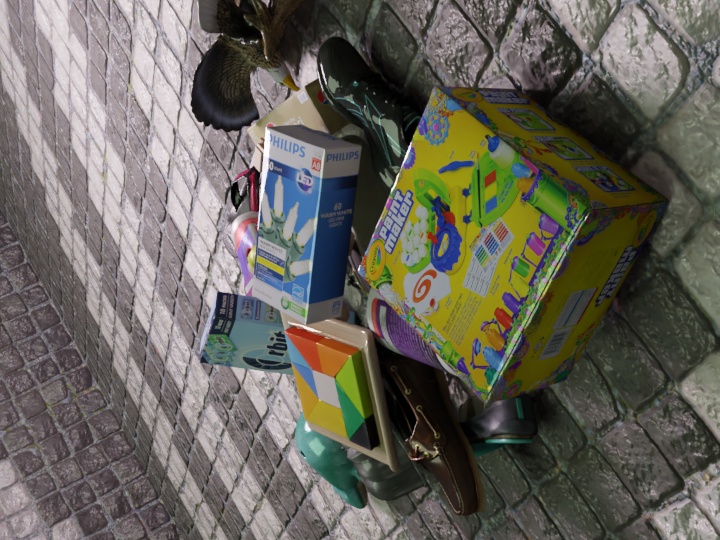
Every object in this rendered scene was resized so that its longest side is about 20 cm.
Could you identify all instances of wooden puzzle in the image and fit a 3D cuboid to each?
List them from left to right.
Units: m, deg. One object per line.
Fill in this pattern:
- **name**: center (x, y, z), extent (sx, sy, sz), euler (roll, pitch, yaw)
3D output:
- **wooden puzzle**: center (-0.033, 0.141, 1.226), extent (0.199, 0.037, 0.186), euler (19, 127, 51)

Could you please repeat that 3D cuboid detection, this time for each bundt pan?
- **bundt pan**: center (0.009, 0.231, 1.371), extent (0.203, 0.075, 0.202), euler (56, 174, 10)

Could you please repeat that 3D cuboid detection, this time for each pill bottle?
- **pill bottle**: center (0.102, 0.054, 1.082), extent (0.199, 0.111, 0.112), euler (16, 127, 57)

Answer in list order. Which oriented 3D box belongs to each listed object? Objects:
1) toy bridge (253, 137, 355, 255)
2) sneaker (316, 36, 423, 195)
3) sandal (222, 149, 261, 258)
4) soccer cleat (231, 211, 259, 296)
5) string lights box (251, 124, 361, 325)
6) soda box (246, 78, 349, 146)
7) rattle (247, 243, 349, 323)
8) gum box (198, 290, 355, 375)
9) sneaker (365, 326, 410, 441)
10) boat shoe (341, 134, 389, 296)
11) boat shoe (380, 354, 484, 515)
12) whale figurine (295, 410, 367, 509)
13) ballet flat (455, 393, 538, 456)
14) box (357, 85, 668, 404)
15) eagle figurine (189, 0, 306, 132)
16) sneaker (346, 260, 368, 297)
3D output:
- **toy bridge**: center (-0.070, -0.100, 1.193), extent (0.200, 0.027, 0.068), euler (50, 145, 33)
- **sneaker**: center (0.027, -0.176, 1.086), extent (0.201, 0.075, 0.079), euler (57, 140, 2)
- **sandal**: center (-0.161, -0.102, 1.436), extent (0.075, 0.045, 0.201), euler (48, 124, 34)
- **soccer cleat**: center (-0.132, 0.013, 1.405), extent (0.073, 0.068, 0.201), euler (-120, 13, -49)
- **string lights box**: center (-0.063, -0.053, 1.124), extent (0.102, 0.059, 0.202), euler (24, 116, 41)
- **soda box**: center (-0.067, -0.185, 1.228), extent (0.064, 0.068, 0.200), euler (60, 154, -8)
- **rattle**: center (-0.039, 0.008, 1.301), extent (0.199, 0.143, 0.130), euler (35, 142, 3)
- **gum box**: center (-0.124, 0.097, 1.451), extent (0.170, 0.198, 0.045), euler (121, 154, -59)
- **sneaker**: center (0.059, 0.168, 1.322), extent (0.201, 0.075, 0.091), euler (59, 164, 26)
- **boat shoe**: center (0.003, -0.059, 1.193), extent (0.060, 0.071, 0.203), euler (-25, 80, 63)
- **boat shoe**: center (0.080, 0.190, 1.154), extent (0.071, 0.070, 0.201), euler (119, 134, -59)
- **whale figurine**: center (-0.042, 0.291, 1.556), extent (0.159, 0.103, 0.201), euler (33, 140, 46)
- **ballet flat**: center (0.150, 0.176, 1.161), extent (0.073, 0.073, 0.200), euler (61, 159, 7)
- **box**: center (0.126, -0.028, 0.887), extent (0.193, 0.121, 0.201), euler (46, 127, 33)
- **eagle figurine**: center (-0.133, -0.261, 1.190), extent (0.200, 0.151, 0.152), euler (-13, 94, 63)
- **sneaker**: center (0.000, 0.000, 1.254), extent (0.201, 0.082, 0.075), euler (61, 153, 8)
